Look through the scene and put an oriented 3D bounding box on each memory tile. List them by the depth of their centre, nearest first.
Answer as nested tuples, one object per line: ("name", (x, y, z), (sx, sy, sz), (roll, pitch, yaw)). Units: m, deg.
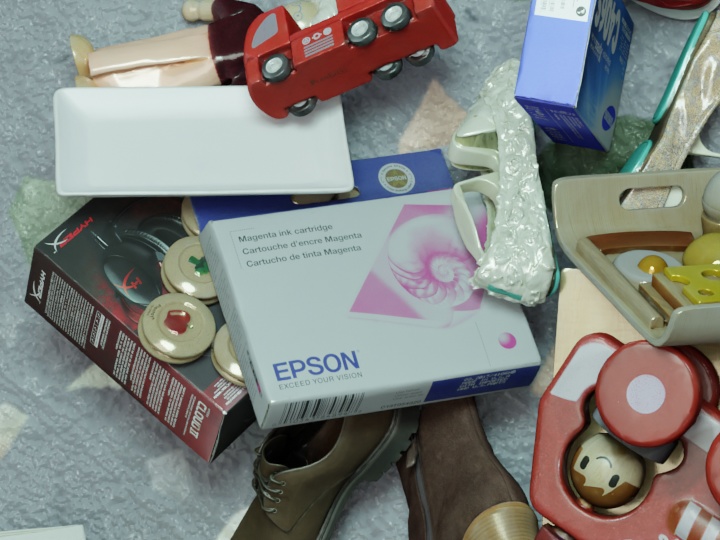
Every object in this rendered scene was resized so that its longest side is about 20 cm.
("memory tile", (-0.056, -0.005, 1.726), (0.152, 0.017, 0.201), (18, 53, -3))

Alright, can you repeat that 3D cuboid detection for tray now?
("tray", (-0.108, -0.083, 1.727), (0.199, 0.022, 0.108), (-1, 47, -8))

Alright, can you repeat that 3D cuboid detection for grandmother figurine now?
("grandmother figurine", (-0.102, -0.152, 1.799), (0.199, 0.061, 0.122), (-15, 63, 3))

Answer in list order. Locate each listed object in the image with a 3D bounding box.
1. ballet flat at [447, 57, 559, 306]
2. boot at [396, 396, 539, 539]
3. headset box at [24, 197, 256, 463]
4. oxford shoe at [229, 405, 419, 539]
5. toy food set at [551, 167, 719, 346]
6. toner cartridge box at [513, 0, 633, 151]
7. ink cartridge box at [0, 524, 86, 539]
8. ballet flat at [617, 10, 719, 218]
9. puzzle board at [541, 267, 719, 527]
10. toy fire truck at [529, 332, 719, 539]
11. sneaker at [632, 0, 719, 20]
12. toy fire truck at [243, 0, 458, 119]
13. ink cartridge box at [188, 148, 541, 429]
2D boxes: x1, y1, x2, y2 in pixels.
("ballet flat", (0.092, -0.065, 1.712), (0.071, 0.072, 0.201), (-14, 52, 11))
("boot", (0.059, 0.199, 1.734), (0.200, 0.072, 0.167), (-60, 38, 39))
("headset box", (-0.108, 0.023, 1.751), (0.200, 0.075, 0.149), (41, 58, 13))
("oxford shoe", (-0.051, 0.147, 1.743), (0.200, 0.084, 0.073), (-56, 44, 17))
("toy food set", (0.223, -0.015, 1.615), (0.143, 0.200, 0.061), (-4, 115, -18))
("toner cartridge box", (0.143, -0.141, 1.681), (0.043, 0.200, 0.096), (11, 88, 12))
("ink cartridge box", (-0.244, 0.286, 1.755), (0.145, 0.083, 0.201), (-19, 79, 46))
("ballet flat", (0.219, -0.079, 1.730), (0.067, 0.068, 0.201), (29, 92, -1))
("puzzle board", (0.198, 0.103, 1.666), (0.150, 0.017, 0.201), (4, 86, 12))
("toy fire truck", (0.192, 0.141, 1.601), (0.199, 0.112, 0.168), (34, 97, 13))
("sneaker", (0.150, -0.229, 1.731), (0.199, 0.116, 0.079), (11, 87, 13))
("toy fire truck", (0.008, -0.198, 1.735), (0.199, 0.049, 0.142), (-22, 50, 16))
("ink cartridge box", (0.000, 0.000, 1.704), (0.195, 0.043, 0.201), (-9, 61, -20))
